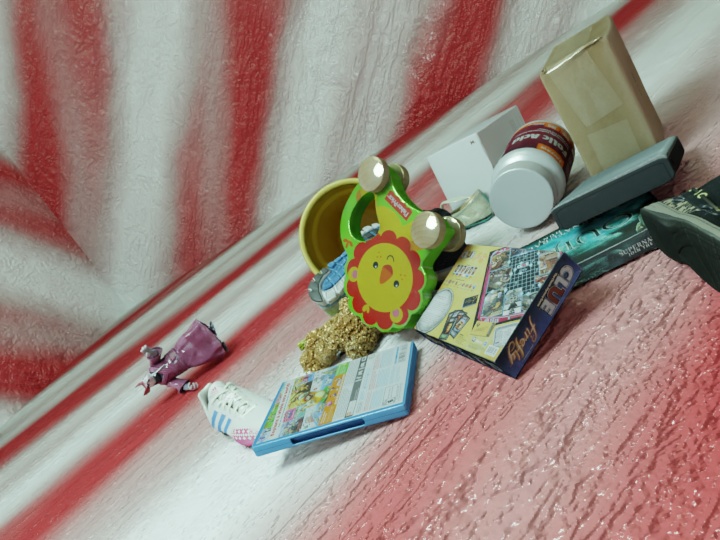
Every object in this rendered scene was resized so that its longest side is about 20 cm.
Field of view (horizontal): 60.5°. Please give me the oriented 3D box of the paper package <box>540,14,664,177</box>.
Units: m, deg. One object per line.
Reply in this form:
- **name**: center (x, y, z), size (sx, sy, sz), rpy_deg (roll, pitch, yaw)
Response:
- **paper package**: center (0.367, -0.256, 0.925), size (0.103, 0.201, 0.191), rpy_deg (-24, 18, 34)

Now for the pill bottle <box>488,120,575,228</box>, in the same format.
- **pill bottle**: center (0.271, -0.154, 0.977), size (0.114, 0.115, 0.200), rpy_deg (-23, 18, 35)

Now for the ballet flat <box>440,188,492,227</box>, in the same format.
- **ballet flat**: center (0.153, -0.094, 1.149), size (0.199, 0.063, 0.068), rpy_deg (-25, 16, 31)

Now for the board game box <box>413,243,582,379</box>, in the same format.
- **board game box**: center (0.149, 0.037, 0.713), size (0.136, 0.035, 0.200), rpy_deg (-56, 18, -6)

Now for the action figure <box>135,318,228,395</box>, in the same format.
- **action figure**: center (-0.389, 0.183, 1.302), size (0.199, 0.135, 0.149), rpy_deg (-35, 13, -16)

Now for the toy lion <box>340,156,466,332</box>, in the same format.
- **toy lion**: center (0.036, -0.025, 0.847), size (0.068, 0.200, 0.192), rpy_deg (6, -53, -50)

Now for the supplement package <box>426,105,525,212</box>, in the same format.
- **supplement package**: center (0.241, -0.217, 1.189), size (0.119, 0.122, 0.200), rpy_deg (-19, 13, 42)

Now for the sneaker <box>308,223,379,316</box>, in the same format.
- **sneaker**: center (0.000, 0.000, 1.049), size (0.200, 0.087, 0.075), rpy_deg (-40, 54, -12)

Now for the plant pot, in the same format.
- **plant pot**: center (0.000, -0.068, 1.169), size (0.200, 0.202, 0.189), rpy_deg (-32, -1, 9)

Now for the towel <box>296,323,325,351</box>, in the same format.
- **towel**: center (-0.018, 0.073, 1.053), size (0.199, 0.018, 0.086), rpy_deg (-35, -5, 2)

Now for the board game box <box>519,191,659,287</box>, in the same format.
- **board game box**: center (0.270, -0.028, 0.750), size (0.199, 0.028, 0.135), rpy_deg (-30, 14, 18)

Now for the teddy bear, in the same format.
- **teddy bear**: center (-0.015, 0.084, 0.936), size (0.199, 0.067, 0.145), rpy_deg (-24, 20, 36)

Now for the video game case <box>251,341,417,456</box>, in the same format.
- **video game case**: center (-0.027, 0.157, 0.768), size (0.199, 0.018, 0.143), rpy_deg (-20, 19, 17)

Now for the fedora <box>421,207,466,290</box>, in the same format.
- **fedora**: center (0.099, -0.041, 0.928), size (0.199, 0.092, 0.201), rpy_deg (-9, 18, 3)

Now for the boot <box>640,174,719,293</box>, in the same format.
- **boot**: center (0.361, -0.054, 0.550), size (0.153, 0.074, 0.204), rpy_deg (-29, 15, 9)

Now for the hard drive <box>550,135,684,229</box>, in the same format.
- **hard drive**: center (0.331, -0.114, 0.782), size (0.139, 0.033, 0.200), rpy_deg (-29, 1, 34)

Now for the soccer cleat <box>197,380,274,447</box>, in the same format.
- **soccer cleat**: center (-0.178, 0.199, 0.883), size (0.070, 0.087, 0.199), rpy_deg (-43, 17, -33)
